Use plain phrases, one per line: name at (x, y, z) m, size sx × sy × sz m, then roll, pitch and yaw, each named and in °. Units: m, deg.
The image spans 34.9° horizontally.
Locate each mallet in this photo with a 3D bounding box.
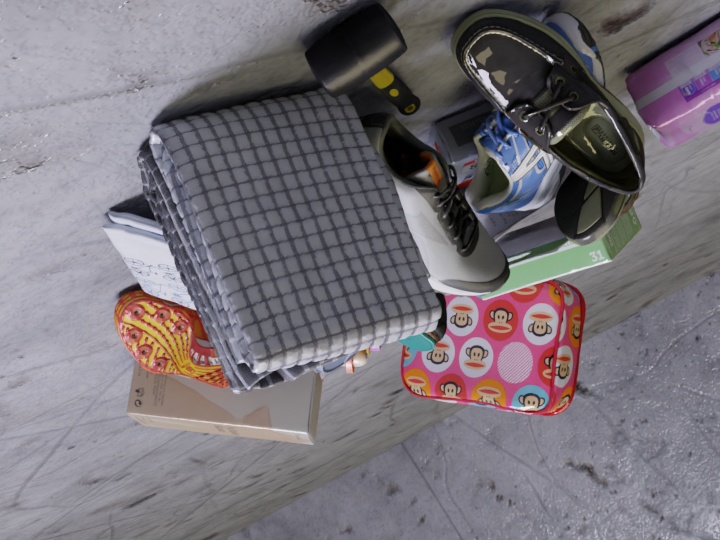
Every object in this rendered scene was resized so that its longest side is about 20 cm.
mallet at (0.024, -0.148, 0.847) m, size 0.066 × 0.041 × 0.200 m, roll -33°, pitch 169°, yaw 17°

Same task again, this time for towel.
towel at (-0.050, -0.022, 0.819) m, size 0.165 × 0.201 × 0.086 m, roll -16°, pitch 163°, yaw -31°

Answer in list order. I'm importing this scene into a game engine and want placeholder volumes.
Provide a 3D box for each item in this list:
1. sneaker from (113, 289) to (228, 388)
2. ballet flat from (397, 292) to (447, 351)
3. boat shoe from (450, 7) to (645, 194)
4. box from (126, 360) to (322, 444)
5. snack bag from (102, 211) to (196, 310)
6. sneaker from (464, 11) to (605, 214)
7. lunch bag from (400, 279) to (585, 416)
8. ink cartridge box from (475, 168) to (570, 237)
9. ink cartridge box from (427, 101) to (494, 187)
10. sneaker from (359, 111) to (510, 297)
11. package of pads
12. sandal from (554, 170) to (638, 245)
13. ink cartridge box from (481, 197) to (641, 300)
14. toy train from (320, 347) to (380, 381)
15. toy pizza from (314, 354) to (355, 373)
sneaker at (-0.186, 0.063, 1.147) m, size 0.073 × 0.077 × 0.200 m, roll -45°, pitch 147°, yaw 2°
ballet flat at (0.000, 0.000, 0.969) m, size 0.068 × 0.069 × 0.200 m, roll -6°, pitch 149°, yaw 46°
boat shoe at (0.155, -0.127, 0.886) m, size 0.200 × 0.066 × 0.072 m, roll 33°, pitch 116°, yaw -29°
box at (-0.146, 0.138, 1.265) m, size 0.199 × 0.078 × 0.095 m, roll 6°, pitch 164°, yaw 5°
snack bag at (-0.105, 0.014, 0.964) m, size 0.199 × 0.022 × 0.189 m, roll 16°, pitch 163°, yaw 3°
sneaker at (0.144, -0.122, 0.964) m, size 0.077 × 0.076 × 0.201 m, roll -20°, pitch 140°, yaw -31°
lunch bag at (0.146, 0.064, 1.275) m, size 0.199 × 0.177 × 0.082 m, roll 7°, pitch 179°, yaw 34°
ink cartridge box at (0.162, -0.072, 1.223) m, size 0.176 × 0.045 × 0.200 m, roll -35°, pitch 177°, yaw 37°
ink cartridge box at (0.136, -0.111, 1.130) m, size 0.162 × 0.050 × 0.200 m, roll -23°, pitch 162°, yaw -12°
sneaker at (0.055, -0.050, 0.931) m, size 0.079 × 0.200 × 0.074 m, roll -22°, pitch -145°, yaw 47°
package of pads at (0.372, -0.206, 1.154) m, size 0.199 × 0.076 × 0.120 m, roll -31°, pitch 167°, yaw 18°
sandal at (0.224, -0.083, 1.028) m, size 0.080 × 0.057 × 0.201 m, roll -38°, pitch -166°, yaw 31°
ink cartridge box at (0.166, -0.010, 1.080) m, size 0.145 × 0.048 × 0.200 m, roll -20°, pitch -171°, yaw 34°
toy train at (-0.062, 0.096, 1.312) m, size 0.150 × 0.056 × 0.200 m, roll -11°, pitch 159°, yaw 29°
toy pizza at (0.016, 0.024, 1.173) m, size 0.200 × 0.032 × 0.200 m, roll -46°, pitch 168°, yaw -12°
